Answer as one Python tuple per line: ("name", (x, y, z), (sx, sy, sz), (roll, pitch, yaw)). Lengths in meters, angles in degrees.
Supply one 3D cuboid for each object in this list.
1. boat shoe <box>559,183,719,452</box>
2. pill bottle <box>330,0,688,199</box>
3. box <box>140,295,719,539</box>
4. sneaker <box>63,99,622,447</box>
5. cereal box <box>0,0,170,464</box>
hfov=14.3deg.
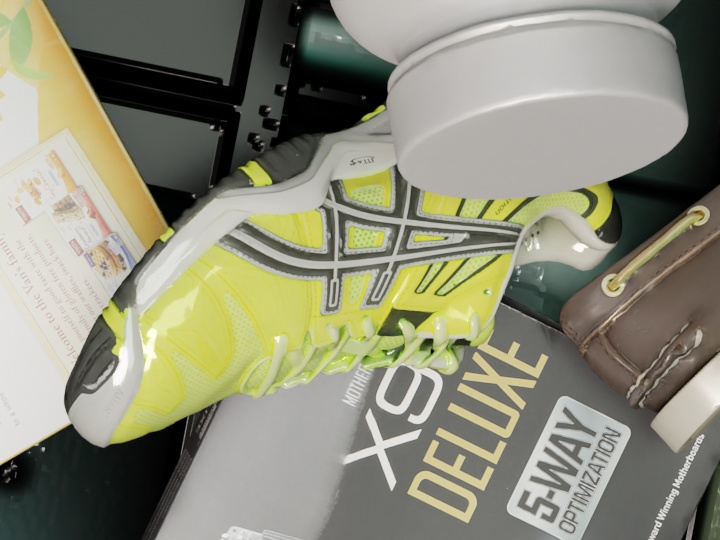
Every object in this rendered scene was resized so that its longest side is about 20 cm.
("boat shoe", (0.145, -0.027, 0.932), (0.059, 0.072, 0.200), (42, 67, 9))
("pill bottle", (0.039, -0.129, 0.843), (0.112, 0.112, 0.201), (-6, 74, -7))
("box", (0.009, 0.101, 0.941), (0.157, 0.050, 0.201), (27, 88, -7))
("sneaker", (0.000, 0.000, 0.865), (0.200, 0.075, 0.077), (-33, 78, -26))
("cereal box", (-0.163, 0.007, 0.922), (0.199, 0.040, 0.144), (-29, 97, -5))
